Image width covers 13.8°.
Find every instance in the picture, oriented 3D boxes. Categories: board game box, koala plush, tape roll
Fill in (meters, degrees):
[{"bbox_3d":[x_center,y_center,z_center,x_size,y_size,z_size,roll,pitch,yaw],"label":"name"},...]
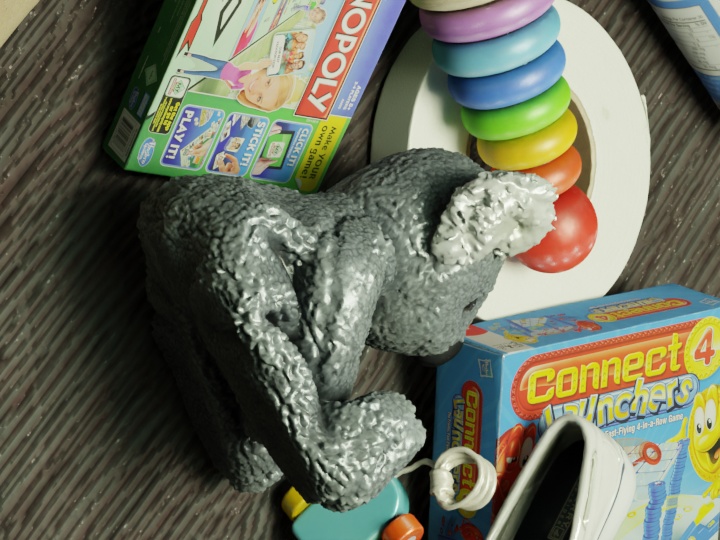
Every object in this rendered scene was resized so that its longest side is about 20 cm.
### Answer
[{"bbox_3d":[-0.042,-0.138,1.578,0.134,0.029,0.201,7,116,-40],"label":"board game box"},{"bbox_3d":[0.000,0.000,1.574,0.199,0.177,0.185,-30,104,-20],"label":"koala plush"},{"bbox_3d":[0.130,0.121,1.756,0.199,0.056,0.197,-11,111,-40],"label":"board game box"},{"bbox_3d":[0.091,-0.064,1.752,0.202,0.037,0.204,-1,92,-41],"label":"tape roll"}]

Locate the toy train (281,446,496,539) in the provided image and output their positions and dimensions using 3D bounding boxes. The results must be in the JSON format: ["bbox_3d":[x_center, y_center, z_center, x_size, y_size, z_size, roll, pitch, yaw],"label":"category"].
[{"bbox_3d":[0.014,0.196,1.638,0.056,0.149,0.201,41,57,-66],"label":"toy train"}]

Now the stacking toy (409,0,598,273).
[{"bbox_3d":[0.091,-0.090,1.679,0.085,0.085,0.201,-35,117,-34],"label":"stacking toy"}]

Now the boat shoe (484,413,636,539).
[{"bbox_3d":[0.087,0.173,1.646,0.065,0.073,0.201,44,62,-50],"label":"boat shoe"}]

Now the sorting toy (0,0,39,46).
[{"bbox_3d":[-0.261,-0.146,1.450,0.185,0.036,0.200,-54,128,-25],"label":"sorting toy"}]

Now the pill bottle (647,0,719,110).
[{"bbox_3d":[0.231,-0.184,1.820,0.112,0.112,0.200,-53,124,-26],"label":"pill bottle"}]
